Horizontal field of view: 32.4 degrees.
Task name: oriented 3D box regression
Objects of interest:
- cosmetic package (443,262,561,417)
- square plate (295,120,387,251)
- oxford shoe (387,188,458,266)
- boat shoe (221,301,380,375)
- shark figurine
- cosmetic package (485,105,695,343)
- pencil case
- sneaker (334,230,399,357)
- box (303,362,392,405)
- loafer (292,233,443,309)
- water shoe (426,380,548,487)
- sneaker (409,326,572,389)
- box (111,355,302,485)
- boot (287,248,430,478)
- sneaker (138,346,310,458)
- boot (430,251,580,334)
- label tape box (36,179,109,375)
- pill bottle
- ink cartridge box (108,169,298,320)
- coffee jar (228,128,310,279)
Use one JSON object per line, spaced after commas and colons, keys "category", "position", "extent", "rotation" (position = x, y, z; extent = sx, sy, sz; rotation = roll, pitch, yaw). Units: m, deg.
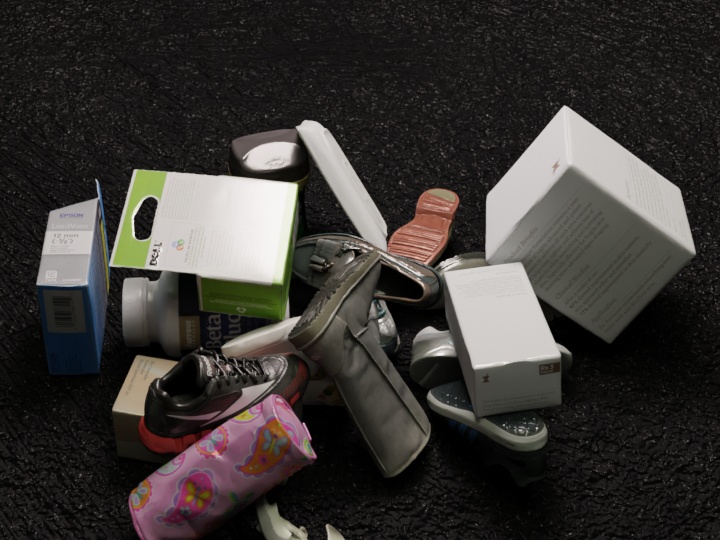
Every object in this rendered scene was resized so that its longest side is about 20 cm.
{"category": "cosmetic package", "position": [0.158, 0.075, 1.408], "extent": [0.100, 0.075, 0.201], "rotation": [-7, 33, -1]}
{"category": "square plate", "position": [-0.017, -0.108, 1.586], "extent": [0.028, 0.200, 0.200], "rotation": [-32, 7, 6]}
{"category": "oxford shoe", "position": [0.084, -0.027, 1.629], "extent": [0.070, 0.075, 0.200], "rotation": [16, 39, 18]}
{"category": "boat shoe", "position": [-0.064, 0.088, 1.435], "extent": [0.198, 0.070, 0.072], "rotation": [-14, 3, -33]}
{"category": "shark figurine", "position": [-0.068, 0.297, 1.251], "extent": [0.214, 0.090, 0.128], "rotation": [37, 17, 23]}
{"category": "cosmetic package", "position": [0.280, -0.057, 1.535], "extent": [0.199, 0.168, 0.167], "rotation": [33, 30, -13]}
{"category": "pencil case", "position": [-0.143, 0.212, 1.268], "extent": [0.199, 0.088, 0.088], "rotation": [-36, 45, 5]}
{"category": "sneaker", "position": [-0.007, 0.029, 1.551], "extent": [0.076, 0.087, 0.201], "rotation": [-12, 43, -16]}
{"category": "box", "position": [-0.059, 0.132, 1.465], "extent": [0.196, 0.039, 0.042], "rotation": [3, 38, 0]}
{"category": "loafer", "position": [0.000, 0.000, 1.470], "extent": [0.197, 0.073, 0.063], "rotation": [13, 7, 14]}
{"category": "water shoe", "position": [0.137, 0.184, 1.396], "extent": [0.070, 0.080, 0.199], "rotation": [-14, 17, -24]}
{"category": "sneaker", "position": [0.157, 0.095, 1.499], "extent": [0.196, 0.071, 0.081], "rotation": [2, 38, -1]}
{"category": "box", "position": [-0.168, 0.167, 1.388], "extent": [0.196, 0.079, 0.096], "rotation": [8, 41, 6]}
{"category": "boot", "position": [0.020, 0.101, 1.394], "extent": [0.200, 0.072, 0.182], "rotation": [49, 53, -13]}
{"category": "sneaker", "position": [-0.141, 0.123, 1.306], "extent": [0.198, 0.099, 0.071], "rotation": [-18, 44, -23]}
{"category": "boot", "position": [0.179, 0.040, 1.571], "extent": [0.197, 0.068, 0.132], "rotation": [-13, 49, -16]}
{"category": "label tape box", "position": [-0.347, 0.006, 1.512], "extent": [0.065, 0.145, 0.202], "rotation": [-2, 41, -6]}
{"category": "pill bottle", "position": [-0.186, 0.048, 1.499], "extent": [0.196, 0.112, 0.112], "rotation": [-2, 40, -5]}
{"category": "ink cartridge box", "position": [-0.177, -0.033, 1.443], "extent": [0.196, 0.076, 0.150], "rotation": [6, 55, 2]}
{"category": "coffee jar", "position": [-0.115, -0.082, 1.584], "extent": [0.103, 0.202, 0.086], "rotation": [-13, 42, -16]}
